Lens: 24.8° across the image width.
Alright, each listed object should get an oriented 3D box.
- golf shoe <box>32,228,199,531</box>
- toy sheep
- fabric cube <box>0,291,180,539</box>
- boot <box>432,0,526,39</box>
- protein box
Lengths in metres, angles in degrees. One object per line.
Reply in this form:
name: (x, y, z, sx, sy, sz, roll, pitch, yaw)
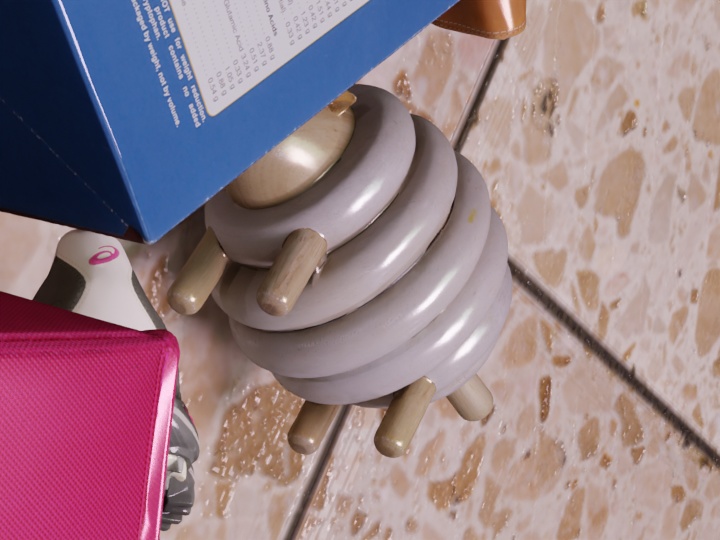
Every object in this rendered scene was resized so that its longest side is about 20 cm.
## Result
golf shoe: (-0.103, 0.070, 0.584, 0.077, 0.200, 0.089, 5, 55, -23)
toy sheep: (0.000, 0.000, 0.690, 0.138, 0.137, 0.200, -54, 131, -26)
fabric cube: (-0.192, 0.095, 0.437, 0.199, 0.195, 0.201, 0, 99, -49)
boot: (0.044, -0.171, 0.671, 0.076, 0.200, 0.156, -9, 106, -12)
protein box: (-0.077, -0.152, 0.556, 0.200, 0.134, 0.199, -42, 128, -35)
